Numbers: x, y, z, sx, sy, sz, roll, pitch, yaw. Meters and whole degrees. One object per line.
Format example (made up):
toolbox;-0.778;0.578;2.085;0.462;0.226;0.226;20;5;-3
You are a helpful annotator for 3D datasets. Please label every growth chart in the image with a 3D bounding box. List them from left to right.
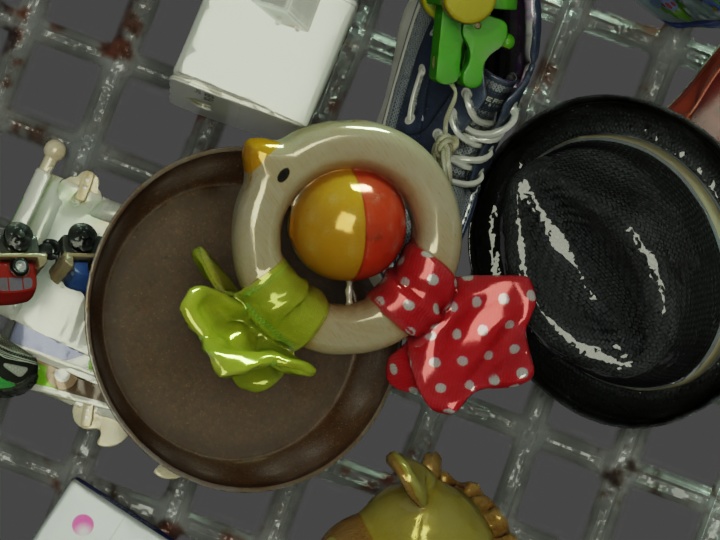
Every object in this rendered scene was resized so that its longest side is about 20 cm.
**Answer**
growth chart;-0.136;0.032;1.387;0.200;0.018;0.145;31;86;-1

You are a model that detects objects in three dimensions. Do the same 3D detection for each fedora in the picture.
fedora;0.140;-0.005;1.336;0.200;0.092;0.201;1;93;22

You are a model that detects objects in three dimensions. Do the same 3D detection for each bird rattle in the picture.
bird rattle;0.000;0.000;1.271;0.199;0.113;0.164;-1;102;-5

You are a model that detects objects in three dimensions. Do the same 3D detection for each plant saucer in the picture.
plant saucer;-0.071;0.029;1.353;0.200;0.034;0.201;2;86;-25

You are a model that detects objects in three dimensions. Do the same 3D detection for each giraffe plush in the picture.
giraffe plush;0.035;0.191;1.312;0.199;0.173;0.163;-10;67;-21

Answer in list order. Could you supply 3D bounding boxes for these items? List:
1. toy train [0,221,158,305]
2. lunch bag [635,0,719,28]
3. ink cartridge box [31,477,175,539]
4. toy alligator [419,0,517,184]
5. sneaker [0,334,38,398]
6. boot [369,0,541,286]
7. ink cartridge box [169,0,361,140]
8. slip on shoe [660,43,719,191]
toy train;-0.206;-0.002;1.325;0.199;0.034;0.046;0;68;-27
lunch bag;0.178;-0.209;1.323;0.161;0.200;0.082;43;87;-12
ink cartridge box;-0.141;0.257;1.364;0.196;0.043;0.200;32;84;-2
toy alligator;0.065;-0.146;1.295;0.054;0.059;0.201;-4;99;-13
sneaker;-0.265;0.002;1.347;0.200;0.078;0.085;39;83;4
boot;0.053;-0.081;1.354;0.073;0.090;0.201;11;82;-27
ink cartridge box;-0.035;-0.179;1.339;0.083;0.147;0.200;22;87;-4
slip on shoe;0.201;-0.065;1.388;0.074;0.061;0.200;36;92;-3
